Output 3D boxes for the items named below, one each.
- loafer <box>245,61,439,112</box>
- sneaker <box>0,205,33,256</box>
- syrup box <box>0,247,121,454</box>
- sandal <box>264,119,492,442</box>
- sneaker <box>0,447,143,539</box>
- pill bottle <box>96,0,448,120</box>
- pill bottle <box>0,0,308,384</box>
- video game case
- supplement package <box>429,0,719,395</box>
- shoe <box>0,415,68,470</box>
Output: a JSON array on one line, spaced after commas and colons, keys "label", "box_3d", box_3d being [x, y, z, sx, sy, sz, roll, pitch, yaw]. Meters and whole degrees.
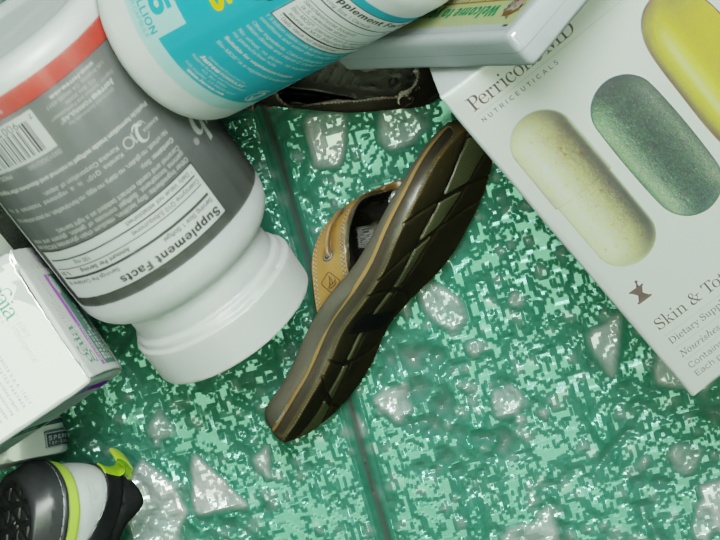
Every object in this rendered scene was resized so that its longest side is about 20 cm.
[{"label": "loafer", "box_3d": [-0.051, -0.120, 1.302, 0.199, 0.071, 0.073, 2, 100, 5]}, {"label": "sneaker", "box_3d": [-0.256, -0.061, 1.330, 0.200, 0.073, 0.112, 42, 99, -4]}, {"label": "syrup box", "box_3d": [-0.228, 0.075, 1.280, 0.200, 0.081, 0.079, -34, 87, 5]}, {"label": "sandal", "box_3d": [0.000, 0.000, 1.327, 0.055, 0.082, 0.200, 38, 109, 20]}, {"label": "sneaker", "box_3d": [-0.161, 0.188, 1.364, 0.083, 0.072, 0.200, -4, 125, -34]}, {"label": "pill bottle", "box_3d": [-0.023, -0.155, 1.175, 0.200, 0.111, 0.111, -25, 97, 35]}, {"label": "pill bottle", "box_3d": [-0.120, -0.046, 1.269, 0.116, 0.116, 0.200, -32, 113, 9]}, {"label": "video game case", "box_3d": [0.086, -0.167, 1.192, 0.022, 0.200, 0.182, 46, 75, -20]}, {"label": "supplement package", "box_3d": [0.149, -0.079, 1.231, 0.152, 0.151, 0.200, -39, 108, 10]}, {"label": "shoe", "box_3d": [-0.261, 0.078, 1.361, 0.200, 0.071, 0.091, -15, 85, 11]}]
